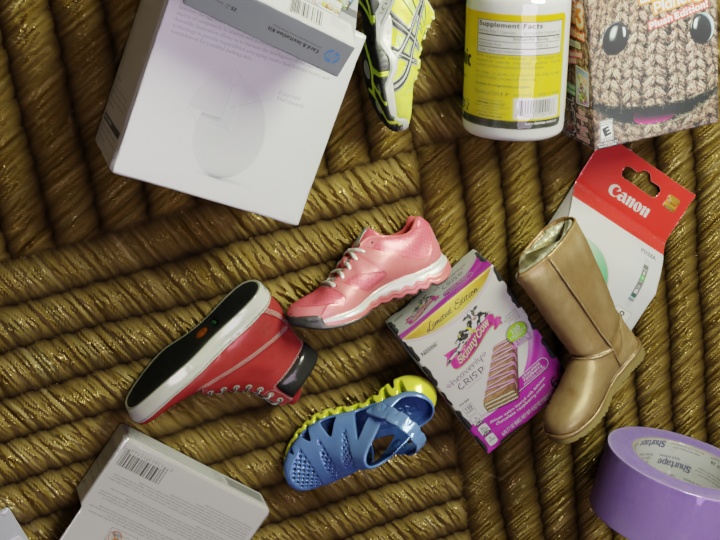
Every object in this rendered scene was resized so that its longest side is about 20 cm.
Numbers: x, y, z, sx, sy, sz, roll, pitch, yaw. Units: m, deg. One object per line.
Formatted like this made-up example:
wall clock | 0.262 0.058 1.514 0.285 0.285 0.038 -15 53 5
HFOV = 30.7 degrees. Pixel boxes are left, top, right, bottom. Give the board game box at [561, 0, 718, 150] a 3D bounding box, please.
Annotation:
board game box | 0.298 -0.253 1.433 0.158 0.097 0.201 -14 114 -15

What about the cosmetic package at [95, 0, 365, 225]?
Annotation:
cosmetic package | -0.131 -0.178 1.290 0.198 0.123 0.201 16 104 -24

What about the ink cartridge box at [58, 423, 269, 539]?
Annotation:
ink cartridge box | -0.231 0.291 1.470 0.199 0.045 0.177 32 95 -26

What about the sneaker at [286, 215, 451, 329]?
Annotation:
sneaker | 0.000 0.000 1.442 0.199 0.074 0.087 -23 104 -21

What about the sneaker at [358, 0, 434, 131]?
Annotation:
sneaker | 0.042 -0.242 1.357 0.076 0.075 0.201 -11 114 -15

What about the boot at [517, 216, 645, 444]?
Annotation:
boot | 0.227 0.069 1.485 0.175 0.066 0.200 -49 121 -25

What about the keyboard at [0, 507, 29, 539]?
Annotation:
keyboard | -0.460 0.325 1.422 0.199 0.011 0.057 -28 111 -9

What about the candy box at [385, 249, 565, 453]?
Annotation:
candy box | 0.140 0.095 1.524 0.136 0.061 0.200 -39 117 -3

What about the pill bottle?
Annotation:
pill bottle | 0.165 -0.245 1.380 0.110 0.111 0.201 -5 111 -18

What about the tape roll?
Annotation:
tape roll | 0.386 0.271 1.601 0.199 0.200 0.086 9 107 -22

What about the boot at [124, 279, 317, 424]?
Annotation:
boot | -0.145 0.126 1.429 0.200 0.072 0.145 -40 119 -6

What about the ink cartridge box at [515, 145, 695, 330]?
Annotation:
ink cartridge box | 0.297 -0.033 1.543 0.160 0.050 0.201 29 100 -26

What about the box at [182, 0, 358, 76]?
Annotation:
box | -0.075 -0.280 1.222 0.155 0.201 0.041 23 130 -17

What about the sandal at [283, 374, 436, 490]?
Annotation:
sandal | -0.001 0.194 1.486 0.199 0.087 0.080 -32 119 10
